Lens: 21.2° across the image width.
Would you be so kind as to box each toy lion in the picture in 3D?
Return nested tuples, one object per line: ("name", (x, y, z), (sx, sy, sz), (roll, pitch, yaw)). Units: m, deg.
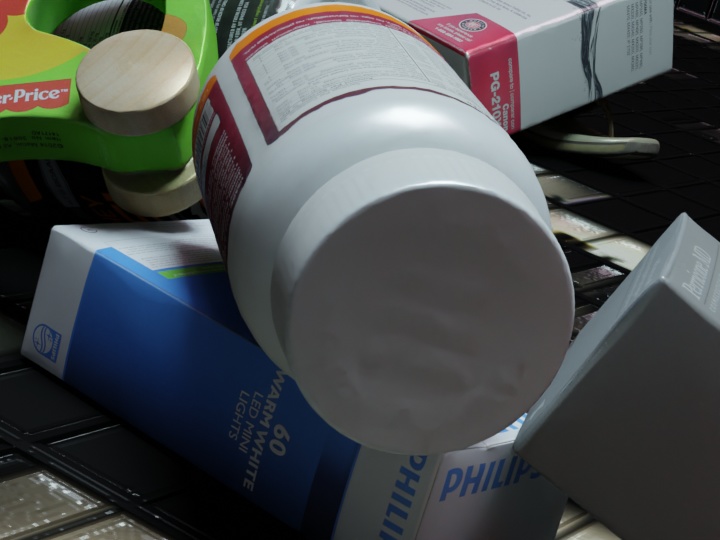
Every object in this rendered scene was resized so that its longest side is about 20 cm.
("toy lion", (-0.159, -0.107, 0.816), (0.199, 0.069, 0.192), (-4, 50, 5))

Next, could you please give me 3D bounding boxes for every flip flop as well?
("flip flop", (0.156, -0.134, 1.538), (0.081, 0.058, 0.200), (4, 21, -41))

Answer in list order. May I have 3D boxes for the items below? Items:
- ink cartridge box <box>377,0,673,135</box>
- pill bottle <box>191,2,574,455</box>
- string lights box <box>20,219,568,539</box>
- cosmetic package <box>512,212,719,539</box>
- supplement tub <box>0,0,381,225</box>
("ink cartridge box", (0.122, -0.182, 1.483), (0.200, 0.085, 0.145), (-22, 35, -26))
("pill bottle", (0.004, -0.019, 0.670), (0.109, 0.110, 0.200), (13, 18, -16))
("string lights box", (-0.023, 0.043, 0.736), (0.200, 0.059, 0.103), (28, 19, 33))
("cosmetic package", (0.157, 0.079, 0.659), (0.200, 0.090, 0.107), (41, 19, -1))
("supplement tub", (-0.093, -0.081, 0.899), (0.200, 0.123, 0.122), (1, 7, 29))
